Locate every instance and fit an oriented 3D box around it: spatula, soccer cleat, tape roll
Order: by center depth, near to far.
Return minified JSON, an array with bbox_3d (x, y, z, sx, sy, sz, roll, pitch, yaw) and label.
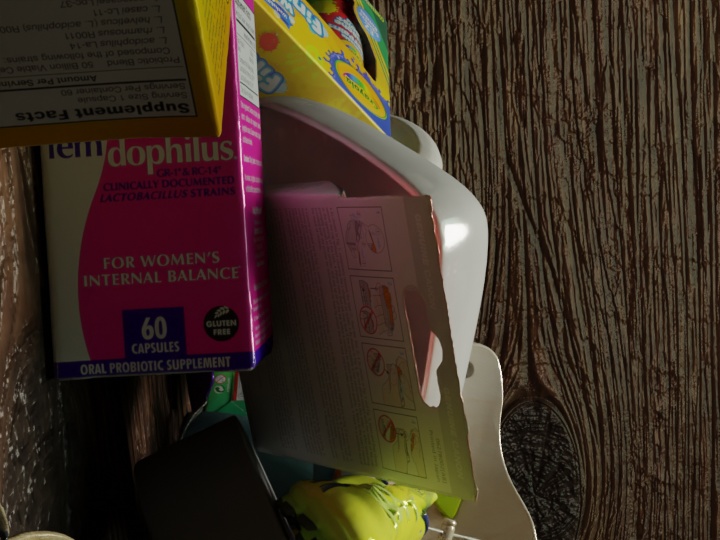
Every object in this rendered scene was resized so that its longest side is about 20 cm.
[{"bbox_3d":[0.003,0.134,0.728,0.200,0.084,0.065,100,-35,-80],"label":"soccer cleat"},{"bbox_3d":[-0.059,0.187,0.764,0.200,0.066,0.200,155,-90,-85],"label":"tape roll"},{"bbox_3d":[-0.123,0.123,0.939,0.057,0.021,0.200,123,-23,-49],"label":"spatula"}]

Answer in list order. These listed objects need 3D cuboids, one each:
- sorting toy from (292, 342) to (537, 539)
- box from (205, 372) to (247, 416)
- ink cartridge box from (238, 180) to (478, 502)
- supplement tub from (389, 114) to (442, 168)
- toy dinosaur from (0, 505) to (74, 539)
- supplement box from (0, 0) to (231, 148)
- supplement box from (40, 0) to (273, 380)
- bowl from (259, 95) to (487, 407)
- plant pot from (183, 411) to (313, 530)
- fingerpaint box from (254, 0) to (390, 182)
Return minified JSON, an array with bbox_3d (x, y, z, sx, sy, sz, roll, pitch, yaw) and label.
[{"bbox_3d":[0.041,0.127,0.940,0.200,0.107,0.180,24,75,-45],"label":"sorting toy"},{"bbox_3d":[-0.101,0.156,1.204,0.117,0.048,0.200,-90,178,-46],"label":"box"},{"bbox_3d":[-0.002,0.032,0.735,0.200,0.050,0.161,2,-75,49],"label":"ink cartridge box"},{"bbox_3d":[-0.006,-0.004,0.988,0.140,0.140,0.200,-90,176,-54],"label":"supplement tub"},{"bbox_3d":[-0.139,0.113,0.405,0.200,0.058,0.101,-73,177,-60],"label":"toy dinosaur"},{"bbox_3d":[-0.114,-0.154,0.486,0.200,0.109,0.110,85,3,-47],"label":"supplement box"},{"bbox_3d":[-0.104,-0.050,0.688,0.103,0.101,0.200,-43,129,-88],"label":"supplement box"},{"bbox_3d":[0.000,0.000,0.814,0.200,0.075,0.200,34,-49,38],"label":"bowl"},{"bbox_3d":[-0.061,0.207,1.033,0.200,0.135,0.200,-3,90,-87],"label":"plant pot"},{"bbox_3d":[-0.067,-0.176,0.885,0.200,0.073,0.167,44,27,-28],"label":"fingerpaint box"}]
